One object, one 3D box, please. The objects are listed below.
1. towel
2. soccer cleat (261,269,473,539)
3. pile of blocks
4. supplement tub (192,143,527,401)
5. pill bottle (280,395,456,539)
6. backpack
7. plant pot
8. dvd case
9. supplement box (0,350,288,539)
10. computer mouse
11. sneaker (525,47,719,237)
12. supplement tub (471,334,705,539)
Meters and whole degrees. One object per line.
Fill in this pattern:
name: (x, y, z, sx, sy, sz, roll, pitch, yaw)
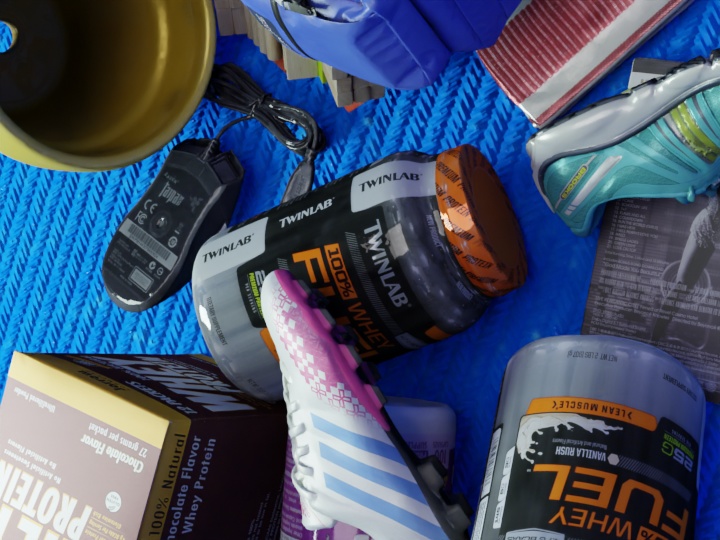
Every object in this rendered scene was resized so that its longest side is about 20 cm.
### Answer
towel: (0.116, -0.211, 0.811, 0.144, 0.023, 0.201, -41, 69, 20)
soccer cleat: (-0.016, 0.096, 0.708, 0.086, 0.070, 0.201, -35, 81, 4)
pile of blocks: (-0.035, -0.171, 0.881, 0.200, 0.082, 0.063, 40, 148, 35)
supplement tub: (0.000, 0.000, 0.799, 0.198, 0.122, 0.124, -23, 75, 23)
pill bottle: (0.002, 0.184, 0.793, 0.111, 0.112, 0.203, 3, 88, 29)
backpack: (-0.012, -0.220, 0.762, 0.199, 0.163, 0.169, 29, 80, 31)
plant pot: (-0.239, -0.177, 0.913, 0.188, 0.199, 0.203, 9, 90, 50)
dvd case: (0.218, -0.022, 0.742, 0.147, 0.016, 0.202, 12, 92, 30)
supplement box: (-0.142, 0.167, 0.825, 0.132, 0.199, 0.199, 19, 95, 28)
computer mouse: (-0.101, -0.044, 0.910, 0.140, 0.046, 0.201, 28, 89, 31)
sneaker: (0.196, -0.082, 0.722, 0.199, 0.077, 0.080, -23, 94, 31)
supplement tub: (0.123, 0.148, 0.681, 0.121, 0.123, 0.202, -4, 56, 29)
